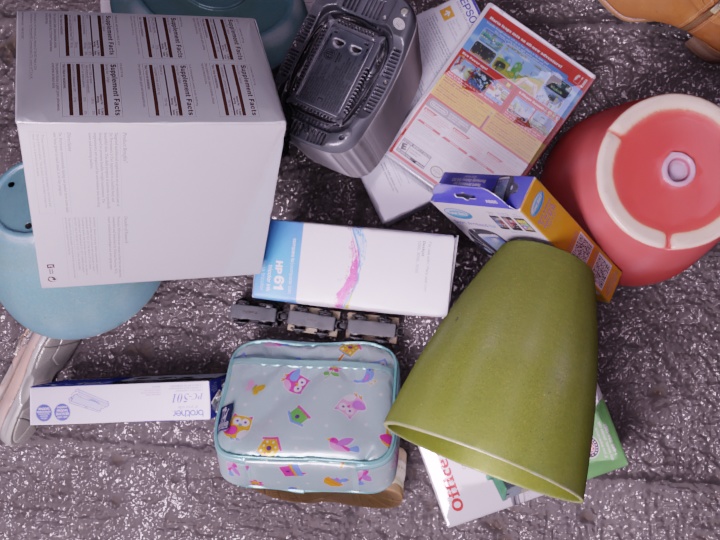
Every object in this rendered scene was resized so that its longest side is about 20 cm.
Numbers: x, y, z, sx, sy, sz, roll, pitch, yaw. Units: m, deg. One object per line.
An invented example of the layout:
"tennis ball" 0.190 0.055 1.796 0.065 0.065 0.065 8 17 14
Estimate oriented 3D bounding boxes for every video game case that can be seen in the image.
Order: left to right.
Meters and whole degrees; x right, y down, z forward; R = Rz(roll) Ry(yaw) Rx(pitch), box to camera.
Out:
"video game case" 0.138 -0.167 0.846 0.143 0.017 0.201 36 90 5

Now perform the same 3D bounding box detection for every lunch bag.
"lunch bag" -0.056 0.147 0.829 0.198 0.077 0.161 3 50 4

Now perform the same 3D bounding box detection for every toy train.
"toy train" -0.048 0.058 0.879 0.198 0.046 0.034 7 84 7

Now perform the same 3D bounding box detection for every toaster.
"toaster" -0.012 -0.179 0.794 0.113 0.129 0.201 24 86 16

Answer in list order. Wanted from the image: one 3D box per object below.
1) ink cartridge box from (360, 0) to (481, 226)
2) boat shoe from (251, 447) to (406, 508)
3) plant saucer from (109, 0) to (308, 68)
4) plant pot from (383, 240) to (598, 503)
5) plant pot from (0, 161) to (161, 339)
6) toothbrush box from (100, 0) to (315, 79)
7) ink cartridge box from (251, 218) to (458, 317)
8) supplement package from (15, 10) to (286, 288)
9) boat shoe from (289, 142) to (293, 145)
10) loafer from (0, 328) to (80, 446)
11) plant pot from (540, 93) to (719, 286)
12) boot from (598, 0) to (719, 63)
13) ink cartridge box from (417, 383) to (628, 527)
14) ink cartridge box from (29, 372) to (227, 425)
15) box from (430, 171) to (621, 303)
"ink cartridge box" 0.073 -0.180 0.880 0.199 0.043 0.198 -25 85 1
"boat shoe" -0.048 0.215 0.867 0.198 0.072 0.065 3 51 10
"plant saucer" -0.147 -0.273 0.782 0.198 0.028 0.202 7 53 -10
"plant pot" 0.141 0.082 0.723 0.186 0.187 0.202 20 75 6
"plant pot" -0.318 -0.044 0.833 0.198 0.135 0.202 -1 65 3
"toothbrush box" -0.158 -0.272 0.851 0.199 0.086 0.147 29 50 8
"ink cartridge box" 0.000 0.000 0.826 0.198 0.145 0.086 4 88 6
"supplement package" -0.186 -0.104 0.689 0.198 0.192 0.148 -4 51 -19
"boat shoe" -0.147 -0.185 0.891 0.199 0.072 0.068 28 126 3
"loafer" -0.379 0.101 0.901 0.062 0.072 0.201 26 93 13
"plant pot" 0.290 -0.085 0.785 0.198 0.177 0.203 0 87 5
"boot" 0.328 -0.294 0.801 0.200 0.155 0.077 43 92 6
"ink cartridge box" 0.157 0.167 0.833 0.198 0.084 0.147 -21 85 4
"ink cartridge box" -0.250 0.142 0.871 0.198 0.094 0.045 -3 87 6
"box" 0.159 -0.039 0.774 0.200 0.119 0.042 40 73 -36
